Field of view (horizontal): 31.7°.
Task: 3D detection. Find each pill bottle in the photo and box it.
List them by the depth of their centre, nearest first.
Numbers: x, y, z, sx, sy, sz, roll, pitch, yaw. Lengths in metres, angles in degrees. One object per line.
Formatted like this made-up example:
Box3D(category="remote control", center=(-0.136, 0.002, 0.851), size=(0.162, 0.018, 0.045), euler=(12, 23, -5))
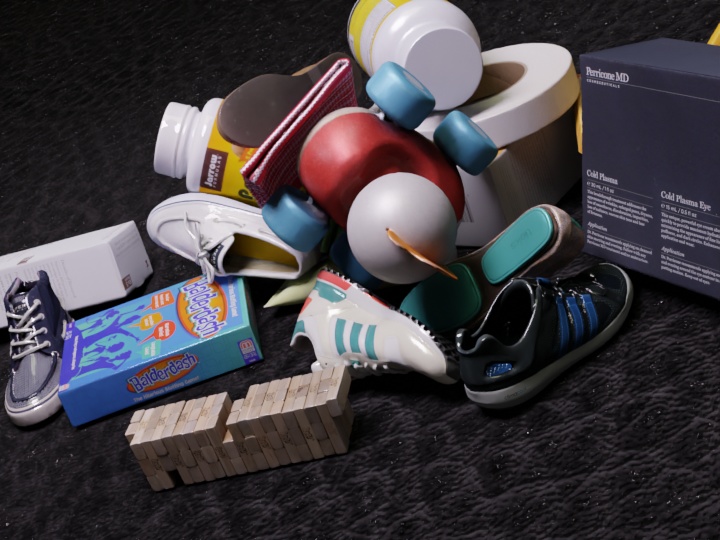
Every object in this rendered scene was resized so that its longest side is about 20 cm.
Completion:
Box3D(category="pill bottle", center=(0.058, -0.227, 1.290), size=(0.111, 0.113, 0.200), euler=(-22, 25, -4))
Box3D(category="pill bottle", center=(-0.115, -0.119, 1.357), size=(0.199, 0.110, 0.109), euler=(14, 30, -2))

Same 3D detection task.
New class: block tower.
Box3D(category="block tower", center=(-0.100, 0.137, 1.083), size=(0.199, 0.058, 0.054), euler=(-15, 27, 16))

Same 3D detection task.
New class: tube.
Box3D(category="tube", center=(0.000, 0.000, 1.285), size=(0.199, 0.058, 0.052), euler=(-14, 69, 25))

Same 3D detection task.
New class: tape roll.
Box3D(category="tape roll", center=(0.126, -0.177, 1.314), size=(0.202, 0.037, 0.203), euler=(-17, 26, 9))

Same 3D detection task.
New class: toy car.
Box3D(category="toy car", center=(0.041, -0.042, 1.117), size=(0.184, 0.176, 0.200), euler=(-47, 39, 15))

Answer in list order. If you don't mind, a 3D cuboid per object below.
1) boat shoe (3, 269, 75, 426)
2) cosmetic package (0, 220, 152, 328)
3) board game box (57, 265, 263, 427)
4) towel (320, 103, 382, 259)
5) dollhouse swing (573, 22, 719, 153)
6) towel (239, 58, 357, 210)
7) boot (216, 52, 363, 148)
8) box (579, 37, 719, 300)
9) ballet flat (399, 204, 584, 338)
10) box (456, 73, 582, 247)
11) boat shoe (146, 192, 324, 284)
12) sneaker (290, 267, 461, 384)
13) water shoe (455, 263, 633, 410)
Box3D(category="boat shoe", center=(-0.348, 0.077, 1.330), size=(0.074, 0.093, 0.200), euler=(-20, 26, 1))
Box3D(category="cosmetic package", center=(-0.354, 0.008, 1.469), size=(0.199, 0.074, 0.102), euler=(-15, 13, 12))
Box3D(category="board game box", center=(-0.204, 0.072, 1.290), size=(0.199, 0.045, 0.152), euler=(-20, 26, -1))
Box3D(category="towel", center=(-0.003, -0.106, 1.329), size=(0.030, 0.150, 0.200), euler=(14, 17, 7))
Box3D(category="dollhouse swing", center=(0.326, -0.183, 1.232), size=(0.175, 0.182, 0.200), euler=(23, 30, -6))
Box3D(category="towel", center=(-0.052, -0.121, 1.207), size=(0.145, 0.022, 0.200), euler=(-49, -6, -4))
Box3D(category="boot", center=(-0.083, -0.161, 1.279), size=(0.075, 0.074, 0.200), euler=(-18, 9, 43))
Box3D(category="box", center=(0.287, -0.089, 1.062), size=(0.104, 0.183, 0.200), euler=(-16, 24, -29))
Box3D(category="ballet flat", center=(0.122, 0.011, 1.134), size=(0.067, 0.068, 0.200), euler=(10, -34, -44))
Box3D(category="box", center=(0.150, -0.117, 1.335), size=(0.124, 0.098, 0.200), euler=(3, 34, 41))
Box3D(category="boat shoe", center=(-0.142, -0.022, 1.305), size=(0.201, 0.075, 0.086), euler=(12, 33, 17))
Box3D(category="sneaker", center=(0.010, 0.074, 1.125), size=(0.199, 0.070, 0.094), euler=(31, 89, 45))
Box3D(category="water shoe", center=(0.159, 0.036, 1.058), size=(0.071, 0.079, 0.200), euler=(10, 39, 46))
